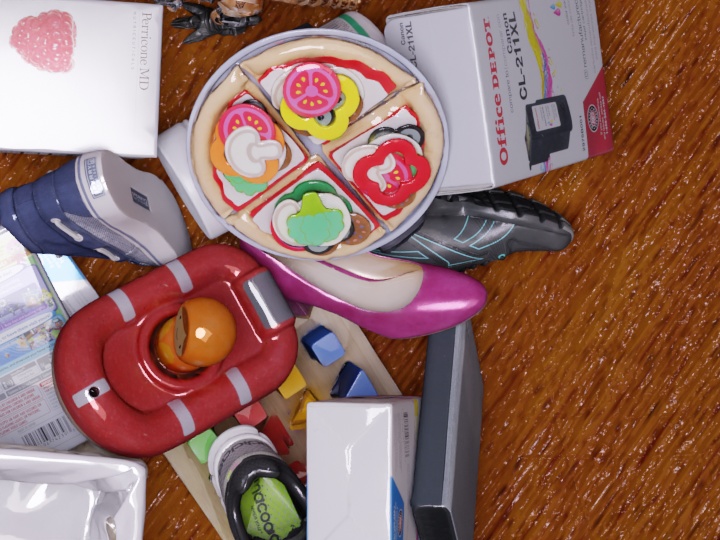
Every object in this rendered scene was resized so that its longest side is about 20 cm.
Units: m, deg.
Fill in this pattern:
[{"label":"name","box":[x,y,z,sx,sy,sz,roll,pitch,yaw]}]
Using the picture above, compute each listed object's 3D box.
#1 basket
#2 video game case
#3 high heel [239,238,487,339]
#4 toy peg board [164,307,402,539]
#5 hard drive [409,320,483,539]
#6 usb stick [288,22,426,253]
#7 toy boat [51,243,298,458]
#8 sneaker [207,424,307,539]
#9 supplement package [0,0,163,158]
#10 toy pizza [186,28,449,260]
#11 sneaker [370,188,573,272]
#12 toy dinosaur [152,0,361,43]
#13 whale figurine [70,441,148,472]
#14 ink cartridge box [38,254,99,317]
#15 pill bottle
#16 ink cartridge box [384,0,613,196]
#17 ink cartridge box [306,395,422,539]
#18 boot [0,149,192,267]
[{"label":"basket","box":[-0.267,0.193,1.096,0.199,0.123,0.136,7,88,-14]},{"label":"video game case","box":[-0.315,0.084,1.152,0.200,0.022,0.183,-27,103,-9]},{"label":"high heel","box":[0.000,0.000,1.204,0.068,0.199,0.096,-67,150,-30]},{"label":"toy peg board","box":[-0.045,0.155,1.254,0.199,0.098,0.200,-34,103,-8]},{"label":"hard drive","box":[0.073,0.143,1.215,0.033,0.200,0.140,-1,141,12]},{"label":"usb stick","box":[-0.010,-0.099,1.159,0.055,0.033,0.200,-35,121,-6]},{"label":"toy boat","box":[-0.133,0.056,1.127,0.200,0.131,0.131,-29,87,-26]},{"label":"sneaker","box":[-0.060,0.221,1.162,0.074,0.087,0.201,-23,101,-10]},{"label":"supplement package","box":[-0.260,-0.151,1.158,0.199,0.120,0.122,2,94,-14]},{"label":"toy pizza","box":[-0.032,-0.087,1.122,0.199,0.032,0.201,-1,124,-2]},{"label":"sneaker","box":[0.084,-0.032,1.288,0.199,0.075,0.080,8,108,-8]},{"label":"toy dinosaur","box":[-0.106,-0.227,1.180,0.200,0.136,0.102,31,87,-14]},{"label":"whale figurine","box":[-0.253,0.234,1.225,0.159,0.104,0.200,27,66,-6]},{"label":"ink cartridge box","box":[-0.306,0.058,1.197,0.200,0.067,0.116,-35,103,-8]},{"label":"pill bottle","box":[-0.061,-0.116,1.214,0.200,0.113,0.113,-31,102,-8]},{"label":"ink cartridge box","box":[0.118,-0.148,1.216,0.200,0.083,0.146,-20,104,-51]},{"label":"ink cartridge box","box":[0.013,0.158,1.172,0.067,0.200,0.117,-1,86,12]},{"label":"boot","box":[-0.204,-0.038,1.169,0.090,0.200,0.073,-17,70,10]}]
